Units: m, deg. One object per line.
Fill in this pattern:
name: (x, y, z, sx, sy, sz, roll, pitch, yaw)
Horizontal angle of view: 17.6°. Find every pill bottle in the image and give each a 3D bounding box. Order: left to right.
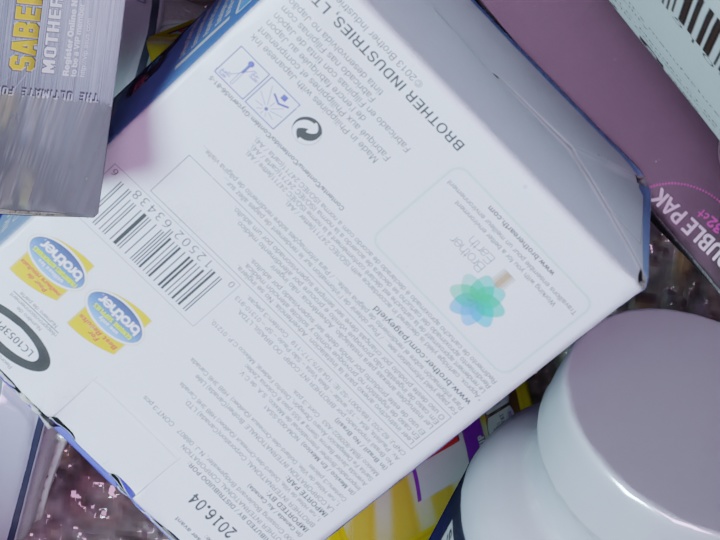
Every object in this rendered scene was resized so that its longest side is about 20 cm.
pill bottle: (0.074, 0.114, 0.768, 0.115, 0.116, 0.201, 18, 131, -9)

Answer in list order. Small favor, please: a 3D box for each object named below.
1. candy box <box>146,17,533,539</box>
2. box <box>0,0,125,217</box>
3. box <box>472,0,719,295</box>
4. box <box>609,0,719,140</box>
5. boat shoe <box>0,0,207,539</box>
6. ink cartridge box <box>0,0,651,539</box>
candy box: (0.000, 0.000, 0.790, 0.102, 0.026, 0.201, -26, 109, -30)
box: (-0.128, -0.111, 0.688, 0.048, 0.200, 0.159, 3, 101, -31)
box: (0.099, -0.122, 0.746, 0.148, 0.124, 0.200, -40, 105, 5)
box: (0.124, -0.101, 0.563, 0.130, 0.200, 0.199, -38, 85, 3)
boat shoe: (-0.077, 0.007, 0.797, 0.086, 0.075, 0.203, 16, 94, -16)
ink cartridge box: (-0.031, 0.002, 0.699, 0.200, 0.076, 0.136, -41, 102, 22)
